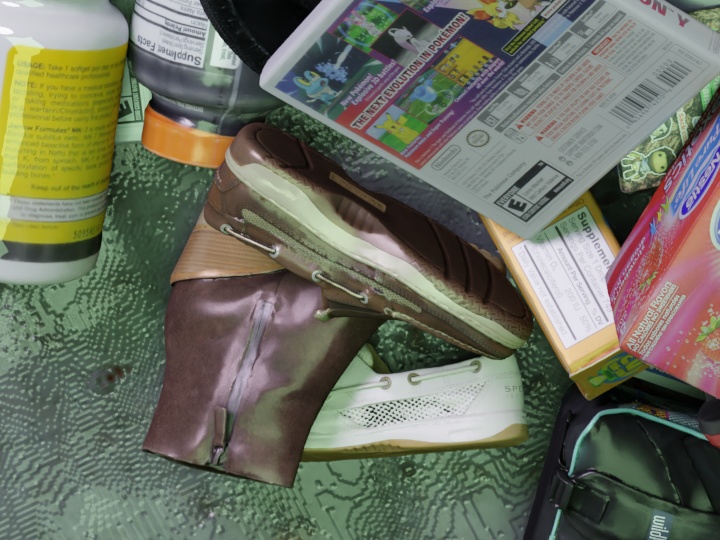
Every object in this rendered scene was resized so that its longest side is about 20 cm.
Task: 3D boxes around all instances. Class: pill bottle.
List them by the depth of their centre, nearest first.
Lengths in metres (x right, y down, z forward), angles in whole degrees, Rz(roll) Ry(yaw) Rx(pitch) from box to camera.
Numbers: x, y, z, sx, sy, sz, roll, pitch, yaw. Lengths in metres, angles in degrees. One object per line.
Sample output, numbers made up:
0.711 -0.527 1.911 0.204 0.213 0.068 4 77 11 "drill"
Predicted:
-0.194 -0.102 1.689 0.114 0.114 0.200 9 107 -1 "pill bottle"
-0.077 -0.161 1.695 0.106 0.106 0.200 11 106 -2 "pill bottle"

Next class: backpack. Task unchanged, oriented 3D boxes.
0.200 0.162 1.753 0.200 0.153 0.176 14 100 -1 "backpack"

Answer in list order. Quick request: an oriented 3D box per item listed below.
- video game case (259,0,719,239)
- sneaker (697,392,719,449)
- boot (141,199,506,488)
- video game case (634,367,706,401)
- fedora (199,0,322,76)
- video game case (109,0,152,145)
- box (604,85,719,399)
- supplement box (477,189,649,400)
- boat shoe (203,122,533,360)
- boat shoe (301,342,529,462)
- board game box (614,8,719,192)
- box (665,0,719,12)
0.068 -0.110 1.564 0.182 0.023 0.200 29 142 -15 "video game case"
0.294 0.067 1.666 0.200 0.071 0.098 -31 103 -3 "sneaker"
-0.022 0.049 1.743 0.200 0.072 0.167 9 79 13 "boot"
0.253 0.014 1.709 0.143 0.018 0.200 19 135 -32 "video game case"
0.008 -0.169 1.609 0.200 0.092 0.201 11 141 9 "fedora"
-0.217 -0.167 1.741 0.182 0.022 0.200 -5 106 3 "video game case"
0.220 -0.037 1.560 0.095 0.100 0.200 26 111 -11 "box"
0.107 -0.029 1.697 0.069 0.067 0.200 -28 70 6 "supplement box"
0.001 -0.002 1.684 0.202 0.075 0.075 35 113 1 "boat shoe"
0.002 0.079 1.785 0.200 0.071 0.069 -5 83 10 "boat shoe"
0.232 -0.126 1.669 0.200 0.159 0.097 -11 105 4 "board game box"
0.137 -0.250 1.616 0.117 0.200 0.197 -9 105 4 "box"
